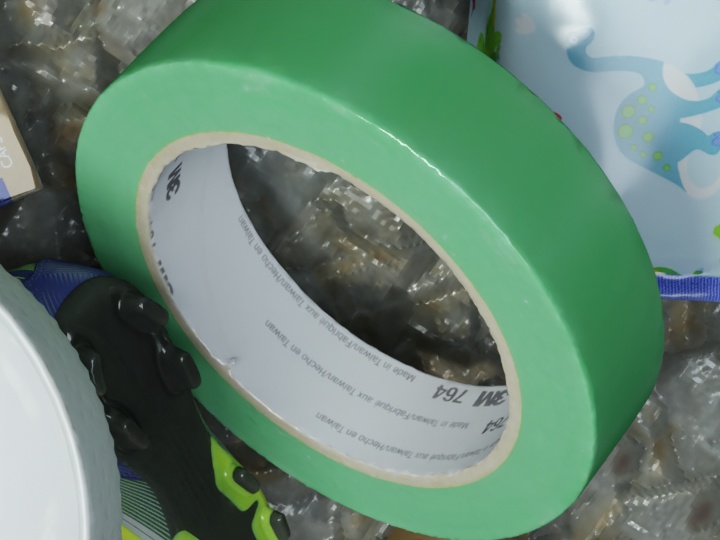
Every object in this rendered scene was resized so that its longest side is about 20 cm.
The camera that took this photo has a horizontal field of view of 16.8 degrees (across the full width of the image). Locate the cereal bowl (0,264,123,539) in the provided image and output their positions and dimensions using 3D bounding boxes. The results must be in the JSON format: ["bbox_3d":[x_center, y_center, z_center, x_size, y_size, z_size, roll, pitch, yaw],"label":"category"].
[{"bbox_3d":[-0.165,0.075,0.780,0.199,0.083,0.201,1,95,13],"label":"cereal bowl"}]

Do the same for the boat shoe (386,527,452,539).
[{"bbox_3d":[0.032,0.180,0.915,0.062,0.073,0.201,-2,115,-20],"label":"boat shoe"}]

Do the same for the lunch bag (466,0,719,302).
[{"bbox_3d":[0.139,-0.080,0.842,0.199,0.127,0.171,3,103,-5],"label":"lunch bag"}]

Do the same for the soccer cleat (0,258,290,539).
[{"bbox_3d":[-0.082,0.077,0.865,0.065,0.084,0.201,-47,132,-34],"label":"soccer cleat"}]

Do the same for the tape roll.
[{"bbox_3d":[0.000,0.000,0.791,0.201,0.200,0.048,54,55,-20],"label":"tape roll"}]

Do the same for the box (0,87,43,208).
[{"bbox_3d":[-0.220,-0.042,0.810,0.199,0.032,0.121,-25,109,-6],"label":"box"}]
